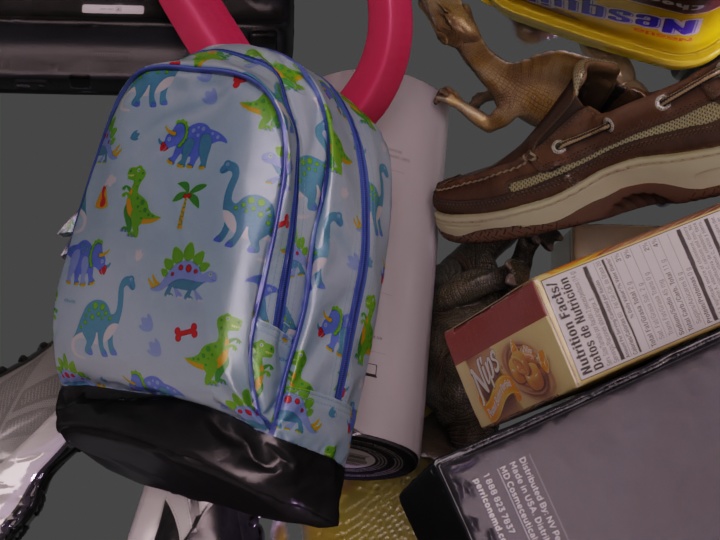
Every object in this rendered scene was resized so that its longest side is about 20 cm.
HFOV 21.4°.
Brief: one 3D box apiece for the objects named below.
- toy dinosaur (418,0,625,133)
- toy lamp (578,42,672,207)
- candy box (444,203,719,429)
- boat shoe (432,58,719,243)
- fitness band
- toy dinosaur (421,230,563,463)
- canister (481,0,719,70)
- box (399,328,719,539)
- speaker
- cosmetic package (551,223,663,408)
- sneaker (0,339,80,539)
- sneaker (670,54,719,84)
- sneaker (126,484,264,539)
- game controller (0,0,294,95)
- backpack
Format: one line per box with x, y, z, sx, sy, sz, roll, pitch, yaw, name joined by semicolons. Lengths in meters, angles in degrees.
0.111;-0.079;0.971;0.198;0.101;0.059;18;61;-8;toy dinosaur
0.128;-0.128;1.045;0.058;0.058;0.201;-27;81;-8;toy lamp
0.151;0.008;0.901;0.198;0.115;0.056;-21;83;-22;candy box
0.119;-0.067;0.921;0.201;0.075;0.076;-12;98;33;boat shoe
-0.042;-0.158;0.960;0.037;0.144;0.201;-12;63;-46;fitness band
0.058;0.030;0.998;0.077;0.102;0.202;17;60;-40;toy dinosaur
0.124;-0.170;0.919;0.147;0.200;0.087;19;86;8;canister
0.135;0.107;0.859;0.197;0.200;0.124;-25;82;-7;box
0.000;0.000;0.980;0.080;0.081;0.202;7;68;-3;speaker
0.155;0.081;1.004;0.102;0.073;0.202;0;80;-4;cosmetic package
-0.173;0.070;0.982;0.079;0.074;0.201;39;80;8;sneaker
0.245;-0.093;1.049;0.114;0.075;0.202;-3;67;-29;sneaker
-0.061;0.130;0.986;0.111;0.073;0.202;18;87;-6;sneaker
-0.135;-0.147;1.042;0.198;0.042;0.105;1;66;-4;game controller
-0.062;-0.003;0.888;0.162;0.154;0.202;11;69;39;backpack
